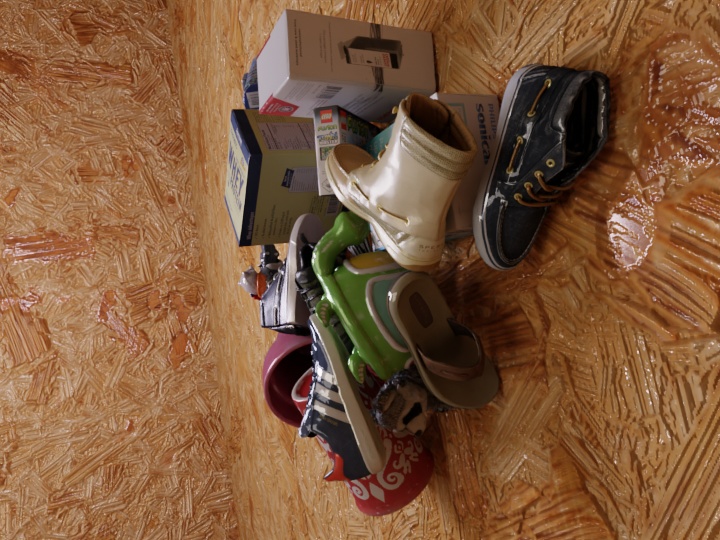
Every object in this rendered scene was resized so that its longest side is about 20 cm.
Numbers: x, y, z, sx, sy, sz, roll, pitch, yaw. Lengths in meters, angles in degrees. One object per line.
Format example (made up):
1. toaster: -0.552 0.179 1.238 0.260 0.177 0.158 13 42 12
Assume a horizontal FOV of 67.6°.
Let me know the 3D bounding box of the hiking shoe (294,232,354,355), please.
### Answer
1. hiking shoe: -0.058 0.041 0.764 0.076 0.101 0.200 -31 48 17

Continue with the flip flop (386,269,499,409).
1. flip flop: 0.098 0.083 0.585 0.058 0.081 0.200 15 143 56

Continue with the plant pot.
1. plant pot: -0.075 0.150 0.964 0.179 0.199 0.201 -108 22 -60

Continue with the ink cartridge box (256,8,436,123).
1. ink cartridge box: -0.022 -0.259 0.710 0.147 0.199 0.083 175 92 -65

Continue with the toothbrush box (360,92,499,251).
1. toothbrush box: 0.084 -0.108 0.653 0.200 0.085 0.147 -10 88 64

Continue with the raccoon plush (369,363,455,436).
1. raccoon plush: 0.047 0.135 0.730 0.200 0.134 0.097 -130 40 -51

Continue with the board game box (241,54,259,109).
1. board game box: -0.209 -0.348 1.158 0.200 0.061 0.200 -94 -4 -48

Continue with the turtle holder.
1. turtle holder: 0.019 0.031 0.653 0.186 0.131 0.141 60 -178 21

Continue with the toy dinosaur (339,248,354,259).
1. toy dinosaur: -0.044 -0.005 0.916 0.200 0.102 0.136 -50 -23 -60

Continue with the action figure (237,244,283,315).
1. action figure: -0.139 0.000 1.035 0.105 0.193 0.201 -24 74 64

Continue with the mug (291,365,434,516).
1. mug: -0.005 0.221 0.785 0.200 0.133 0.178 58 177 -15

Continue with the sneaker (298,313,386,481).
1. sneaker: -0.043 0.151 0.639 0.075 0.084 0.201 52 -165 -68

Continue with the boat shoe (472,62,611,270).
1. boat shoe: 0.163 -0.085 0.497 0.091 0.071 0.201 -136 47 -60

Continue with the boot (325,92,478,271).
1. boot: 0.034 -0.117 0.560 0.200 0.073 0.156 55 147 35

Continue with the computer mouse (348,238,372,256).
1. computer mouse: 0.000 0.000 0.806 0.200 0.046 0.141 -126 15 -83

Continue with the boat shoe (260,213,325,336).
1. boat shoe: -0.116 0.008 0.872 0.093 0.075 0.201 -9 67 37

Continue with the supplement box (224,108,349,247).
1. supplement box: -0.124 -0.164 0.955 0.200 0.199 0.134 108 146 -42

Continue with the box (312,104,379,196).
1. box: -0.011 -0.159 0.758 0.200 0.035 0.110 -23 -70 -72
